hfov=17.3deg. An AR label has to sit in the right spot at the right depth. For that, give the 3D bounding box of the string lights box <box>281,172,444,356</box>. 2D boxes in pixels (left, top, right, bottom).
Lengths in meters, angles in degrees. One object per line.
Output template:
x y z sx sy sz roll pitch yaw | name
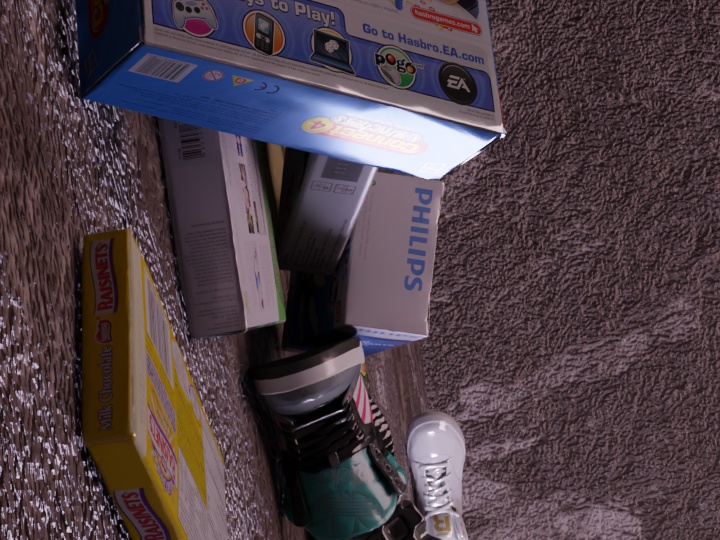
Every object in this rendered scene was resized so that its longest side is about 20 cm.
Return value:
0.000 0.000 1.588 0.200 0.059 0.103 152 -54 -75 | string lights box

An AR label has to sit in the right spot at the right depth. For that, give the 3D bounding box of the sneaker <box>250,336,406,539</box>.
-0.021 0.112 1.521 0.200 0.084 0.121 54 19 -84 | sneaker

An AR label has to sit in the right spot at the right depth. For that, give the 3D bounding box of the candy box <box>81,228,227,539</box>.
-0.087 0.079 1.030 0.200 0.026 0.102 75 10 -55 | candy box

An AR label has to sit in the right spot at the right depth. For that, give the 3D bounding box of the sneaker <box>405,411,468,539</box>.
0.100 0.270 2.875 0.200 0.074 0.116 79 2 -46 | sneaker

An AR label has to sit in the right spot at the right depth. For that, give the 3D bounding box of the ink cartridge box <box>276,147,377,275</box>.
-0.013 -0.115 1.458 0.200 0.043 0.174 114 -19 -64 | ink cartridge box

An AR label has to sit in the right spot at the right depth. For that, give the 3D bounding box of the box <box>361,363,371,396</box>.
-0.013 0.126 1.855 0.200 0.038 0.137 -67 149 -82 | box

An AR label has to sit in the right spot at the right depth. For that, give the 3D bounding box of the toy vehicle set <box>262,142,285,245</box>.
-0.076 -0.118 1.554 0.124 0.026 0.200 -88 169 -67 | toy vehicle set

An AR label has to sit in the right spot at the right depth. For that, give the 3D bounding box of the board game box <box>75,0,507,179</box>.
-0.037 -0.157 1.103 0.056 0.200 0.196 -34 -127 46 | board game box

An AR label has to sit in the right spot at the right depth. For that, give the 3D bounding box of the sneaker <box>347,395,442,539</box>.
-0.007 0.167 1.710 0.088 0.074 0.200 -17 -80 61 | sneaker

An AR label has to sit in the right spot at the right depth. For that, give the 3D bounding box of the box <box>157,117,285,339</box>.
-0.077 -0.036 1.337 0.200 0.036 0.145 2 80 -84 | box
